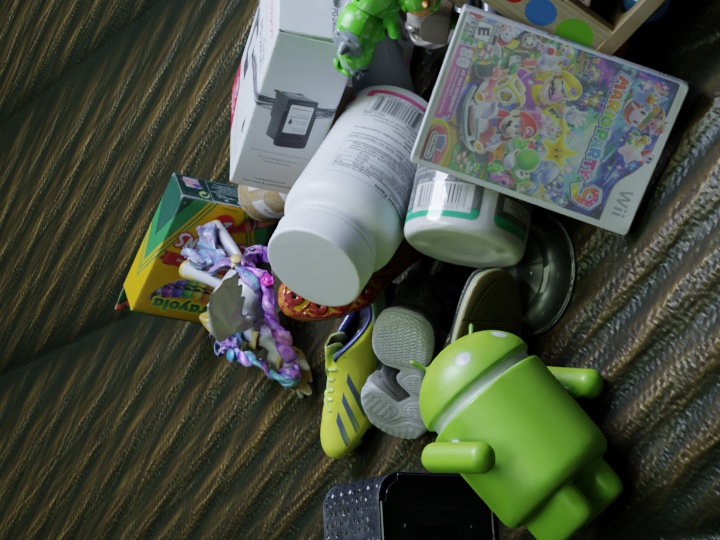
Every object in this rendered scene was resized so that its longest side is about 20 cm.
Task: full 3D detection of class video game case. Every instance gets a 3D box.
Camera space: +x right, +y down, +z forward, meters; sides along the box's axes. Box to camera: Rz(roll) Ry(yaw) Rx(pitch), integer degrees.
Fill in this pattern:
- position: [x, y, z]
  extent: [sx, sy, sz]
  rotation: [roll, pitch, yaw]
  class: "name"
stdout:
- position: [0.157, -0.125, 1.356]
  extent: [0.018, 0.198, 0.144]
  rotation: [-75, 5, -65]
  class: "video game case"

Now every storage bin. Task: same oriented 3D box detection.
- position: [0.049, 0.292, 1.479]
  extent: [0.094, 0.134, 0.202]
  rotation: [-20, 68, 52]
  class: "storage bin"

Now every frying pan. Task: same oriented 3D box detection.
- position: [0.135, -0.020, 1.508]
  extent: [0.190, 0.031, 0.115]
  rotation: [51, 124, 42]
  class: "frying pan"

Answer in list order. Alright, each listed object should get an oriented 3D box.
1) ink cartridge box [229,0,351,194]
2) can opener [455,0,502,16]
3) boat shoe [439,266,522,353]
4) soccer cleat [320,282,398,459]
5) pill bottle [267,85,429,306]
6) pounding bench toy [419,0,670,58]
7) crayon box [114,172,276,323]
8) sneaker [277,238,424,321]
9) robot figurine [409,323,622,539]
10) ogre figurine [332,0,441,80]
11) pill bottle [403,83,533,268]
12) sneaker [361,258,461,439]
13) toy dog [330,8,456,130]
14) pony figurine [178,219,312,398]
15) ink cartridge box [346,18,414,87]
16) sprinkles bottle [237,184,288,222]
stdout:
- position: [-0.066, -0.197, 1.564]
  extent: [0.201, 0.083, 0.146]
  rotation: [113, 162, -44]
  class: "ink cartridge box"
- position: [0.113, -0.280, 1.570]
  extent: [0.066, 0.052, 0.202]
  rotation: [107, 163, -77]
  class: "can opener"
- position: [0.100, 0.086, 1.482]
  extent: [0.066, 0.071, 0.203]
  rotation: [-140, 48, -56]
  class: "boat shoe"
- position: [-0.012, 0.099, 1.643]
  extent: [0.065, 0.083, 0.201]
  rotation: [43, 118, 50]
  class: "soccer cleat"
- position: [-0.002, -0.069, 1.495]
  extent: [0.113, 0.113, 0.201]
  rotation: [-29, 23, 49]
  class: "pill bottle"
- position: [0.162, -0.238, 1.382]
  extent: [0.200, 0.155, 0.125]
  rotation: [-46, 17, 41]
  class: "pounding bench toy"
- position: [-0.193, -0.009, 1.880]
  extent: [0.201, 0.126, 0.051]
  rotation: [-62, 34, 28]
  class: "crayon box"
- position: [0.000, 0.000, 1.570]
  extent: [0.073, 0.199, 0.077]
  rotation: [60, 149, 4]
  class: "sneaker"
- position: [0.131, 0.137, 1.377]
  extent: [0.200, 0.175, 0.116]
  rotation: [50, 142, 15]
  class: "robot figurine"
- position: [0.024, -0.251, 1.370]
  extent: [0.200, 0.098, 0.120]
  rotation: [-41, 5, 19]
  class: "ogre figurine"
- position: [0.111, -0.112, 1.461]
  extent: [0.113, 0.113, 0.202]
  rotation: [-8, 65, 54]
  class: "pill bottle"
- position: [0.057, 0.075, 1.561]
  extent: [0.201, 0.075, 0.114]
  rotation: [94, -159, -52]
  class: "sneaker"
- position: [0.035, -0.218, 1.593]
  extent: [0.132, 0.096, 0.201]
  rotation: [36, 124, 18]
  class: "toy dog"
- position: [-0.119, 0.029, 1.768]
  extent: [0.200, 0.166, 0.194]
  rotation: [38, 146, 39]
  class: "pony figurine"
- position: [-0.005, -0.222, 1.702]
  extent: [0.117, 0.067, 0.202]
  rotation: [21, 101, 53]
  class: "ink cartridge box"
- position: [-0.078, -0.092, 1.738]
  extent: [0.200, 0.068, 0.069]
  rotation: [174, 101, -72]
  class: "sprinkles bottle"
